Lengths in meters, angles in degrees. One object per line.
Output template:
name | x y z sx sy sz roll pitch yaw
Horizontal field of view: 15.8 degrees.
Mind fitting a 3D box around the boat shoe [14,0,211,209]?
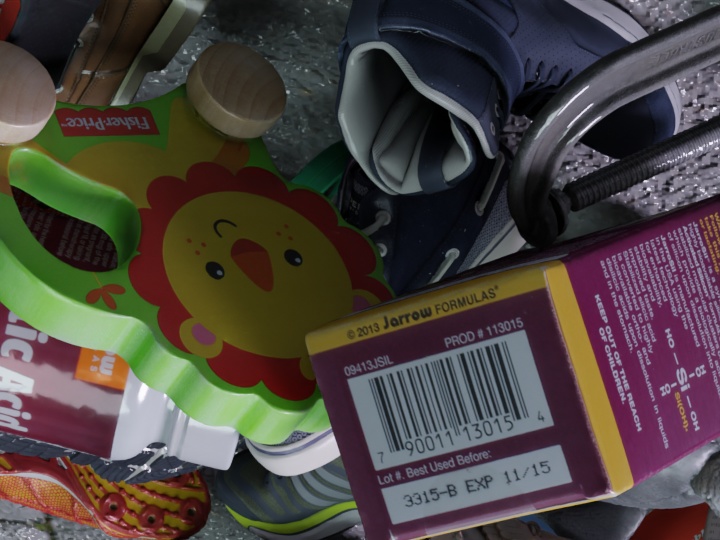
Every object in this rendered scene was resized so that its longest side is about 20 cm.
boat shoe | -0.133 -0.110 1.264 0.068 0.072 0.200 29 132 -13

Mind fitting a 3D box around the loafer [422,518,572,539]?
loafer | 0.102 0.158 1.324 0.063 0.072 0.200 -37 143 16

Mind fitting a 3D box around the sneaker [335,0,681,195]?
sneaker | 0.066 -0.074 1.174 0.077 0.147 0.202 -25 130 38

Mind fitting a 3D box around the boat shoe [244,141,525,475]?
boat shoe | 0.000 0.000 1.267 0.075 0.200 0.093 26 161 44

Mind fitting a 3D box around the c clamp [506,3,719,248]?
c clamp | 0.138 -0.061 1.164 0.027 0.200 0.171 54 145 21

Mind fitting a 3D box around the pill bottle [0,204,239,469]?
pill bottle | -0.151 0.031 1.309 0.199 0.114 0.114 14 144 -3

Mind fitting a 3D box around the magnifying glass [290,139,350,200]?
magnifying glass | -0.033 -0.007 1.368 0.022 0.080 0.200 41 156 13

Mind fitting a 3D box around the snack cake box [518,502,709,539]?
snack cake box | 0.110 0.170 1.447 0.067 0.200 0.115 45 163 40

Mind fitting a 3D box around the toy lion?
toy lion | -0.082 -0.009 1.168 0.199 0.192 0.069 -2 147 -36

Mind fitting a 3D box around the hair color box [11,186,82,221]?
hair color box | -0.162 -0.009 1.406 0.199 0.061 0.102 21 143 -8

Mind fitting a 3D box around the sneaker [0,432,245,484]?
sneaker | -0.140 0.068 1.491 0.077 0.080 0.200 -31 145 31

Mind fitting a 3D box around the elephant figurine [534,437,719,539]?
elephant figurine | 0.108 0.082 1.357 0.200 0.155 0.142 -32 101 31

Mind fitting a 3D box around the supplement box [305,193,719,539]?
supplement box | 0.089 0.042 1.162 0.131 0.200 0.104 -17 91 35

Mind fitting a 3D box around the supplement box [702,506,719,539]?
supplement box | 0.225 0.172 1.399 0.073 0.200 0.126 5 144 18

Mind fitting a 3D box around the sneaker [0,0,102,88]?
sneaker | -0.179 -0.137 1.200 0.067 0.108 0.201 -9 154 -39

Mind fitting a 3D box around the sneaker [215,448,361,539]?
sneaker | -0.013 0.104 1.498 0.200 0.074 0.081 -11 125 41

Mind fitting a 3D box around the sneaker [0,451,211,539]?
sneaker | -0.187 0.116 1.591 0.199 0.073 0.077 19 168 -4
